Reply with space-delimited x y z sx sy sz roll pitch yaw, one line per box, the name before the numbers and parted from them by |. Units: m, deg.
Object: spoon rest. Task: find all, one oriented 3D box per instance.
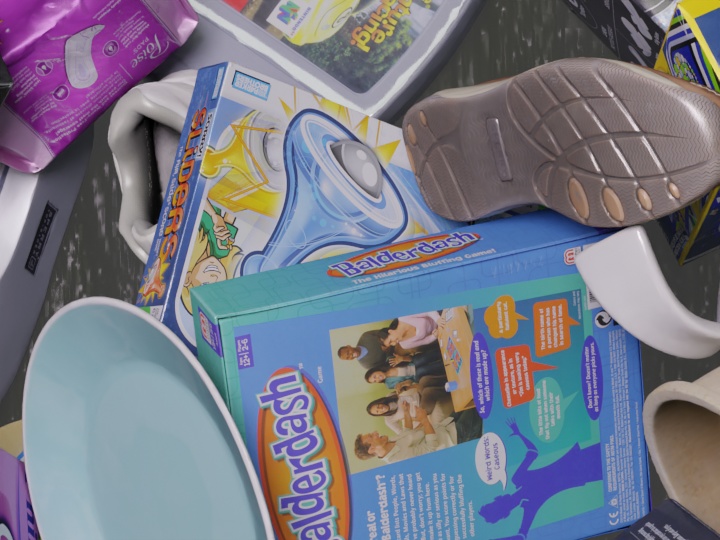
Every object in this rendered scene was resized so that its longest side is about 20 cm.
spoon rest | 0.180 0.001 1.214 0.099 0.199 0.061 -28 77 44

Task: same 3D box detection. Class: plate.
plate | -0.088 0.106 1.199 0.025 0.200 0.201 -18 71 -36

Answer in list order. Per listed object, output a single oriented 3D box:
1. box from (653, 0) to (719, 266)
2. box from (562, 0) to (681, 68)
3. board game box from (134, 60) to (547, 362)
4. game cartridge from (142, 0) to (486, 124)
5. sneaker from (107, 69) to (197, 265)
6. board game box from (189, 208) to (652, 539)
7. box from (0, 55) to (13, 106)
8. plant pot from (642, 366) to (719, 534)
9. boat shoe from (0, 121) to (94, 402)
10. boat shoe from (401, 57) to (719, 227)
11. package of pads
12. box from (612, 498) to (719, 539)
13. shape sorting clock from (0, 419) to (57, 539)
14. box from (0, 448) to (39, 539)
box | 0.172 -0.070 1.216 0.070 0.200 0.065 -24 75 -8
box | 0.186 -0.191 1.279 0.200 0.132 0.115 -43 75 -4
board game box | 0.000 0.000 1.255 0.199 0.034 0.136 19 78 -27
game cartridge | -0.008 -0.147 1.348 0.133 0.041 0.200 34 84 10
sneaker | -0.071 0.000 1.277 0.078 0.099 0.201 -31 82 20
board game box | 0.030 0.063 1.217 0.199 0.045 0.153 -12 112 -17
box | -0.251 -0.100 1.287 0.047 0.200 0.194 -5 58 -36
plant pot | 0.259 0.078 1.193 0.183 0.201 0.201 -37 75 -14
boat shoe | -0.193 -0.002 1.327 0.065 0.074 0.201 13 68 18
boat shoe | 0.100 -0.063 1.180 0.072 0.200 0.076 -20 105 -34
package of pads | -0.181 -0.151 1.323 0.120 0.076 0.200 -42 52 0
box | 0.110 0.206 1.155 0.182 0.200 0.104 -36 97 -1
shape sorting clock | -0.142 0.167 1.290 0.199 0.039 0.201 -4 73 13
box | -0.216 0.157 1.183 0.096 0.200 0.177 -8 71 11
